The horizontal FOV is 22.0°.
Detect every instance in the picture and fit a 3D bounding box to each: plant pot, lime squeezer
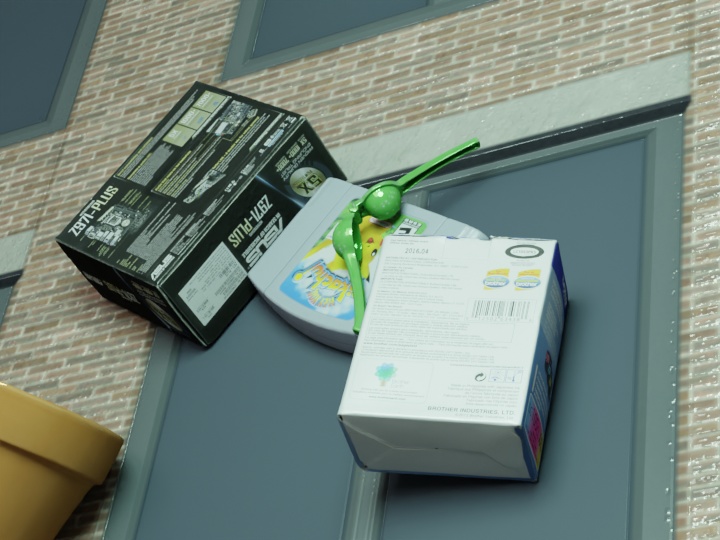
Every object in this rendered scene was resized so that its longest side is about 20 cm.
[{"bbox_3d":[-0.306,0.158,1.461,0.200,0.200,0.140,13,75,42],"label":"plant pot"},{"bbox_3d":[0.020,-0.040,1.475,0.070,0.038,0.200,9,57,40],"label":"lime squeezer"}]

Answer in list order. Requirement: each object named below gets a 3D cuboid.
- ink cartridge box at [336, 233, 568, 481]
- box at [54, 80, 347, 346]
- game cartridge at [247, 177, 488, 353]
[{"bbox_3d":[0.075,0.048,1.350,0.136,0.076,0.201,2,53,17],"label":"ink cartridge box"},{"bbox_3d":[-0.139,-0.053,1.613,0.163,0.086,0.200,21,65,45],"label":"box"},{"bbox_3d":[0.000,0.000,1.505,0.200,0.040,0.134,21,69,45],"label":"game cartridge"}]
